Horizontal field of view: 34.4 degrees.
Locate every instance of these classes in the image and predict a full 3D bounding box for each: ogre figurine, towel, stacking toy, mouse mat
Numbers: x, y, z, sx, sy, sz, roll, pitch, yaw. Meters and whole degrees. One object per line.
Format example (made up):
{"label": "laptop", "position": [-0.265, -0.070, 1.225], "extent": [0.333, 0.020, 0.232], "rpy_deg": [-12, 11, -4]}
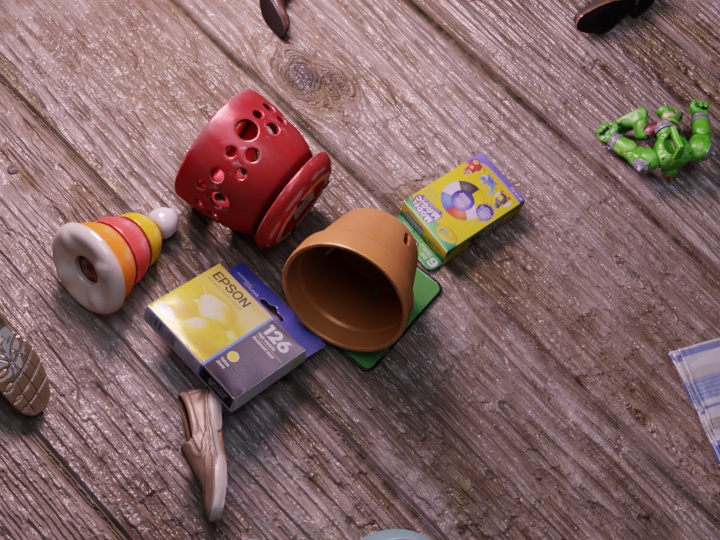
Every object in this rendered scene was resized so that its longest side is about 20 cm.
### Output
{"label": "ogre figurine", "position": [0.515, -0.224, 1.987], "extent": [0.198, 0.098, 0.121], "rpy_deg": [0, 50, -21]}
{"label": "towel", "position": [0.580, 0.199, 1.819], "extent": [0.146, 0.024, 0.201], "rpy_deg": [-13, 68, -18]}
{"label": "stacking toy", "position": [-0.351, -0.038, 1.761], "extent": [0.146, 0.147, 0.200], "rpy_deg": [41, 45, 13]}
{"label": "mouse mat", "position": [0.013, 0.044, 1.820], "extent": [0.161, 0.008, 0.200], "rpy_deg": [38, 65, 12]}

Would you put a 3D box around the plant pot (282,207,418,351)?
{"label": "plant pot", "position": [0.000, 0.000, 1.741], "extent": [0.199, 0.201, 0.140], "rpy_deg": [26, 46, 5]}

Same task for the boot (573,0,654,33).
{"label": "boot", "position": [0.446, -0.500, 2.141], "extent": [0.199, 0.075, 0.097], "rpy_deg": [-24, 57, -27]}

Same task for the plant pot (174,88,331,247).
{"label": "plant pot", "position": [-0.160, -0.146, 1.788], "extent": [0.182, 0.201, 0.201], "rpy_deg": [39, 64, 5]}

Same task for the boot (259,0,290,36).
{"label": "boot", "position": [-0.091, -0.513, 2.067], "extent": [0.198, 0.064, 0.188], "rpy_deg": [-17, 69, -22]}

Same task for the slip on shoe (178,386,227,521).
{"label": "slip on shoe", "position": [-0.223, 0.256, 1.634], "extent": [0.060, 0.076, 0.202], "rpy_deg": [3, 59, -16]}

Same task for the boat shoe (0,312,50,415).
{"label": "boat shoe", "position": [-0.513, 0.121, 1.668], "extent": [0.072, 0.068, 0.201], "rpy_deg": [-35, 90, -26]}

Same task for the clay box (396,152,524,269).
{"label": "clay box", "position": [0.155, -0.096, 1.892], "extent": [0.199, 0.048, 0.115], "rpy_deg": [-33, 72, -23]}

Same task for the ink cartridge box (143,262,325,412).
{"label": "ink cartridge box", "position": [-0.180, 0.083, 1.719], "extent": [0.197, 0.047, 0.199], "rpy_deg": [43, 53, 18]}

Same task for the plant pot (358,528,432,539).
{"label": "plant pot", "position": [0.046, 0.435, 1.536], "extent": [0.198, 0.161, 0.202], "rpy_deg": [3, 63, -7]}
